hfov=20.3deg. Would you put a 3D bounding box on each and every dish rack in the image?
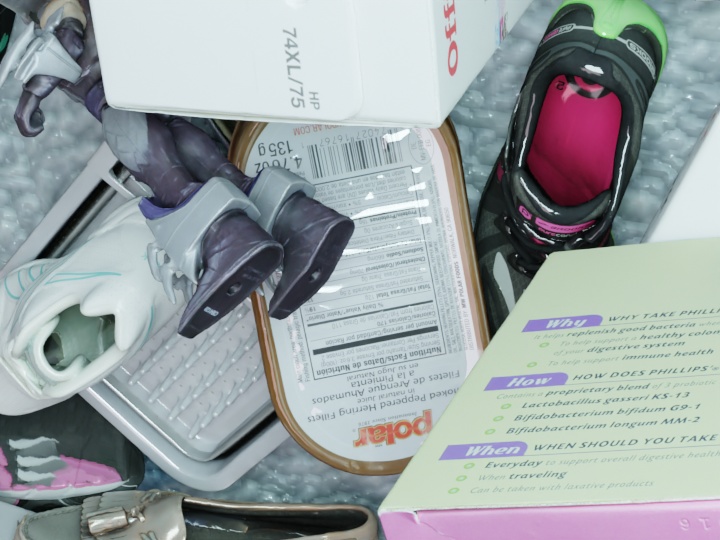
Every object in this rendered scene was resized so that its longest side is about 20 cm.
[{"bbox_3d":[-0.088,0.016,1.043,0.172,0.044,0.200,42,135,-6],"label":"dish rack"}]

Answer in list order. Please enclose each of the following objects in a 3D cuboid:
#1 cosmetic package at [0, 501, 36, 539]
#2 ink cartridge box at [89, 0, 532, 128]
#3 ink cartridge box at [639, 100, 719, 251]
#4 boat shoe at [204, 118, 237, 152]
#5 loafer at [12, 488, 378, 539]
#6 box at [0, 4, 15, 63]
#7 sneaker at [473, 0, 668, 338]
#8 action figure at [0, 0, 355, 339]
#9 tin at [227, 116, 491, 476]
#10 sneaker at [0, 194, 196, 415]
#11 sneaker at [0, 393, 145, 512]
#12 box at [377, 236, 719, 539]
[{"bbox_3d":[-0.203,0.185,1.105,0.074,0.102,0.200,-18,152,32],"label":"cosmetic package"},{"bbox_3d":[-0.009,-0.167,0.823,0.145,0.200,0.147,5,120,20],"label":"ink cartridge box"},{"bbox_3d":[0.164,-0.001,0.880,0.086,0.147,0.201,28,125,7],"label":"ink cartridge box"},{"bbox_3d":[-0.061,-0.099,0.968,0.075,0.062,0.200,-29,104,35],"label":"boat shoe"},{"bbox_3d":[-0.087,0.143,1.087,0.199,0.072,0.063,7,124,-15],"label":"loafer"},{"bbox_3d":[-0.262,-0.126,0.999,0.148,0.124,0.201,27,126,6],"label":"box"},{"bbox_3d":[0.086,-0.032,0.932,0.076,0.084,0.201,16,123,14],"label":"sneaker"},{"bbox_3d":[-0.096,-0.062,0.869,0.069,0.130,0.200,-50,63,18],"label":"action figure"},{"bbox_3d":[0.000,0.000,0.941,0.111,0.042,0.201,-10,105,4],"label":"tin"},{"bbox_3d":[-0.154,0.031,1.012,0.070,0.080,0.200,45,137,-10],"label":"sneaker"},{"bbox_3d":[-0.211,0.115,1.161,0.199,0.081,0.087,0,141,21],"label":"sneaker"},{"bbox_3d":[0.130,0.071,0.721,0.175,0.200,0.097,-6,114,27],"label":"box"}]
